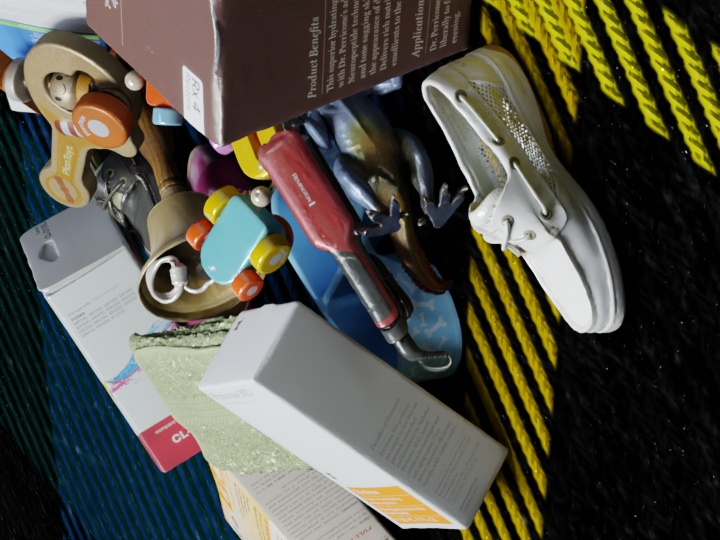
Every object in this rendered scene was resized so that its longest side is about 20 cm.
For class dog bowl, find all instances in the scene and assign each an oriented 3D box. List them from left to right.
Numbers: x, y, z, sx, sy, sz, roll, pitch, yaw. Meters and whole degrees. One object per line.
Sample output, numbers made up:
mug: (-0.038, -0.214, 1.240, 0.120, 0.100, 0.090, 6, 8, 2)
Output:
dog bowl: (0.000, 0.000, 1.725, 0.200, 0.050, 0.111, 57, 152, 17)

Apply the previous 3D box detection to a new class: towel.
towel: (-0.094, 0.100, 1.815, 0.200, 0.036, 0.148, -10, 123, 54)

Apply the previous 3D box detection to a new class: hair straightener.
hair straightener: (0.003, -0.012, 1.633, 0.200, 0.041, 0.077, 52, -169, 8)

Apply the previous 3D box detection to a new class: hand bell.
hand bell: (-0.151, -0.068, 1.836, 0.104, 0.104, 0.200, 101, 153, -49)

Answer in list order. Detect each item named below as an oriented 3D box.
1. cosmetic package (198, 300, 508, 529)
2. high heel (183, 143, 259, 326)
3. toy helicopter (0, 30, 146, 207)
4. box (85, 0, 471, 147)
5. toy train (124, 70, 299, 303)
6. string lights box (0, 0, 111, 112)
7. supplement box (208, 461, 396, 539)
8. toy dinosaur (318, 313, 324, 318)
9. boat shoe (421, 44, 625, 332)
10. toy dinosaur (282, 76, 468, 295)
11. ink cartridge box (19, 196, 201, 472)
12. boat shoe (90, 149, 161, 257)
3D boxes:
cosmetic package: (-0.005, 0.107, 1.685, 0.200, 0.071, 0.101, 36, 160, -19)
high heel: (-0.106, 0.000, 1.907, 0.096, 0.067, 0.200, -137, 46, -57)
toy helicopter: (-0.232, -0.116, 1.828, 0.132, 0.079, 0.200, 24, 146, 4)
box: (-0.051, -0.213, 1.475, 0.164, 0.200, 0.166, 44, 145, 38)
toy train: (-0.101, -0.076, 1.715, 0.150, 0.056, 0.200, 1, 93, 37)
string lights box: (-0.237, -0.190, 1.847, 0.200, 0.103, 0.059, 87, -165, -64)
supplement box: (-0.043, 0.217, 1.932, 0.200, 0.074, 0.126, 45, 159, 36)
toy dinosaur: (-0.034, 0.103, 1.845, 0.102, 0.077, 0.200, 61, 151, 27)
boat shoe: (0.098, -0.042, 1.483, 0.200, 0.069, 0.071, 62, 152, 7)
toy dinosaur: (-0.016, -0.094, 1.622, 0.182, 0.105, 0.200, 52, 153, 35)
ink cartridge box: (-0.197, 0.050, 1.998, 0.200, 0.083, 0.146, 60, 178, -27)
boat shoe: (-0.193, -0.070, 1.950, 0.201, 0.066, 0.072, -115, 33, -49)
